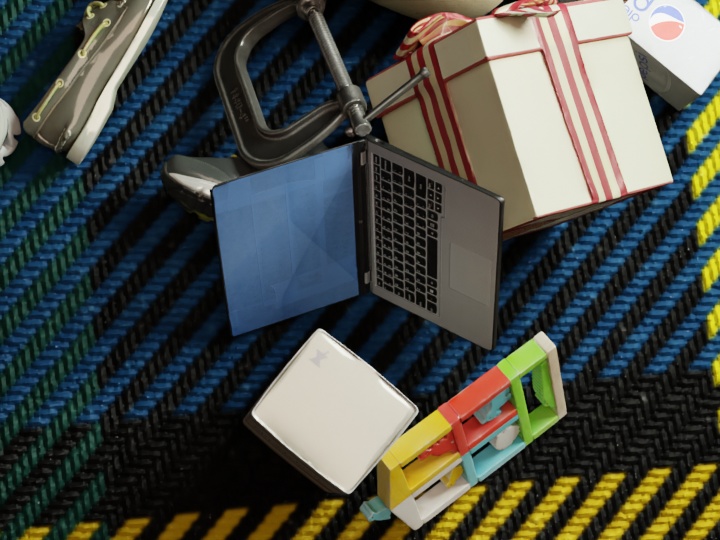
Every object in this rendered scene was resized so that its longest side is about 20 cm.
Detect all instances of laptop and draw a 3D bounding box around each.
[{"bbox_3d":[0.000,0.000,1.335,0.199,0.188,0.116,26,55,22],"label":"laptop"}]

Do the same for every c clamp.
[{"bbox_3d":[-0.042,-0.166,1.384,0.171,0.027,0.200,-39,49,12],"label":"c clamp"}]

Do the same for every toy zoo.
[{"bbox_3d":[0.084,0.144,1.376,0.200,0.131,0.020,-36,59,-10],"label":"toy zoo"}]

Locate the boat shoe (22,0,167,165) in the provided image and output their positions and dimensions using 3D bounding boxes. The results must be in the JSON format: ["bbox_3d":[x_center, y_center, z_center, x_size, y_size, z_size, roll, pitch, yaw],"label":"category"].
[{"bbox_3d":[-0.216,-0.191,1.407,0.060,0.072,0.203,27,85,-8],"label":"boat shoe"}]

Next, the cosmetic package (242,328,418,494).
[{"bbox_3d":[-0.029,0.117,1.326,0.103,0.200,0.087,40,80,1],"label":"cosmetic package"}]

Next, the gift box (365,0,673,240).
[{"bbox_3d":[0.140,-0.132,1.362,0.184,0.200,0.188,-15,85,-40],"label":"gift box"}]

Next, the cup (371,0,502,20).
[{"bbox_3d":[0.065,-0.291,1.407,0.143,0.200,0.201,44,80,-24],"label":"cup"}]

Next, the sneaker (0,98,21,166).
[{"bbox_3d":[-0.352,-0.062,1.372,0.075,0.081,0.201,25,82,-5],"label":"sneaker"}]

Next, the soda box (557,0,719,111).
[{"bbox_3d":[0.233,-0.233,1.468,0.200,0.063,0.068,38,79,-1],"label":"soda box"}]

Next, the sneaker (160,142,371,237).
[{"bbox_3d":[-0.071,-0.077,1.417,0.199,0.074,0.085,12,76,-14],"label":"sneaker"}]
